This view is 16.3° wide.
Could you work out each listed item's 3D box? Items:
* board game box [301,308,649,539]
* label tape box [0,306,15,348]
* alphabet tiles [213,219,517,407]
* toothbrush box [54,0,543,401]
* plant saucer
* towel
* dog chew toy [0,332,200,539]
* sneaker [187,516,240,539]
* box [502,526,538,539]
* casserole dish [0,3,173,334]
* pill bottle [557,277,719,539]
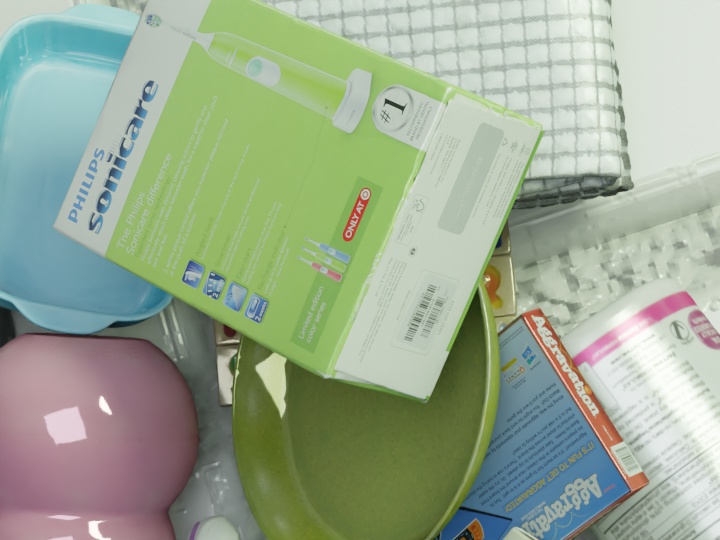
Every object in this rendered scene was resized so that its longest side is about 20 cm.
[{"bbox_3d":[0.050,0.115,1.272,0.200,0.019,0.103,-42,73,37],"label":"board game box"},{"bbox_3d":[-0.274,0.027,1.300,0.143,0.200,0.066,-12,76,6],"label":"label tape box"},{"bbox_3d":[0.000,0.000,1.363,0.166,0.006,0.200,-6,79,8],"label":"alphabet tiles"},{"bbox_3d":[-0.033,-0.045,1.216,0.200,0.086,0.146,26,95,37],"label":"toothbrush box"},{"bbox_3d":[0.007,0.059,1.270,0.200,0.031,0.200,-14,72,47],"label":"plant saucer"},{"bbox_3d":[0.038,-0.109,1.333,0.200,0.086,0.166,-6,84,11],"label":"towel"},{"bbox_3d":[-0.149,0.134,1.309,0.124,0.125,0.200,4,90,9],"label":"dog chew toy"},{"bbox_3d":[-0.049,0.226,1.307,0.099,0.075,0.200,-8,84,-6],"label":"sneaker"},{"bbox_3d":[0.130,0.219,1.226,0.200,0.068,0.082,42,86,-20],"label":"box"},{"bbox_3d":[-0.149,-0.050,1.347,0.121,0.039,0.200,11,63,-10],"label":"casserole dish"},{"bbox_3d":[0.172,0.113,1.264,0.113,0.113,0.200,-36,77,1],"label":"pill bottle"}]
